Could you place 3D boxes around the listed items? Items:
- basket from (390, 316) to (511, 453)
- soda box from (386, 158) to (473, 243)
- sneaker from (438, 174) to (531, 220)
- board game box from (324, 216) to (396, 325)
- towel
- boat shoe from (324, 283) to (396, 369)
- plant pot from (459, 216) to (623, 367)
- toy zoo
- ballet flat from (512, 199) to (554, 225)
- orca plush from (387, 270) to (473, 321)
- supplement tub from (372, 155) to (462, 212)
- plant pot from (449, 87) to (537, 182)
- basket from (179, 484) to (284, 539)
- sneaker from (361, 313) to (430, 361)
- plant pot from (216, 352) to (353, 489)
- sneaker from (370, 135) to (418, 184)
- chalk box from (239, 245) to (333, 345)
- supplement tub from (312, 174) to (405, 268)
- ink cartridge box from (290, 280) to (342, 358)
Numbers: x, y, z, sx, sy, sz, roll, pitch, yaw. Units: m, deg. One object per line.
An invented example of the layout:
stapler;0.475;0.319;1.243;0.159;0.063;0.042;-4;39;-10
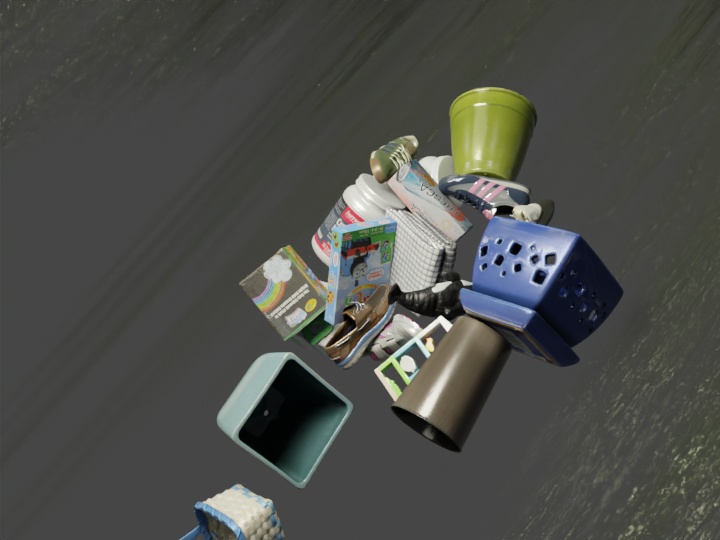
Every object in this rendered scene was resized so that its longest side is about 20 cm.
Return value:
basket;0.164;0.192;1.277;0.201;0.136;0.180;-54;8;-16
soda box;0.152;-0.144;1.603;0.068;0.200;0.064;-43;-4;31
sneaker;0.259;-0.150;1.558;0.198;0.070;0.083;8;68;9
board game box;0.000;0.000;1.506;0.150;0.202;0.036;-15;31;-40
towel;0.116;-0.020;1.535;0.085;0.167;0.200;-5;32;-28
boat shoe;0.002;0.100;1.479;0.072;0.072;0.201;4;56;56
plant pot;0.302;0.043;1.271;0.199;0.200;0.181;18;72;51
toy zoo;0.138;0.178;1.384;0.200;0.020;0.132;-39;62;5
ballet flat;0.326;-0.083;1.485;0.068;0.068;0.201;15;63;51
orca plush;0.157;0.056;1.420;0.071;0.198;0.106;-122;49;-66
supplement tub;0.133;-0.188;1.726;0.199;0.140;0.141;-8;47;39
plant pot;0.284;-0.265;1.636;0.199;0.200;0.194;-9;58;38
basket;-0.251;0.501;1.349;0.199;0.140;0.176;-27;22;-35
sneaker;0.061;0.147;1.500;0.199;0.081;0.089;-8;48;51
plant pot;-0.176;0.289;1.489;0.199;0.196;0.197;1;52;57
sneaker;0.083;-0.261;1.659;0.089;0.067;0.200;-23;17;21
chalk box;-0.141;0.063;1.566;0.125;0.200;0.124;-38;3;5
supplement tub;-0.005;-0.100;1.652;0.201;0.140;0.141;-54;30;21
ink cartridge box;-0.070;0.113;1.652;0.199;0.084;0.146;15;65;51
